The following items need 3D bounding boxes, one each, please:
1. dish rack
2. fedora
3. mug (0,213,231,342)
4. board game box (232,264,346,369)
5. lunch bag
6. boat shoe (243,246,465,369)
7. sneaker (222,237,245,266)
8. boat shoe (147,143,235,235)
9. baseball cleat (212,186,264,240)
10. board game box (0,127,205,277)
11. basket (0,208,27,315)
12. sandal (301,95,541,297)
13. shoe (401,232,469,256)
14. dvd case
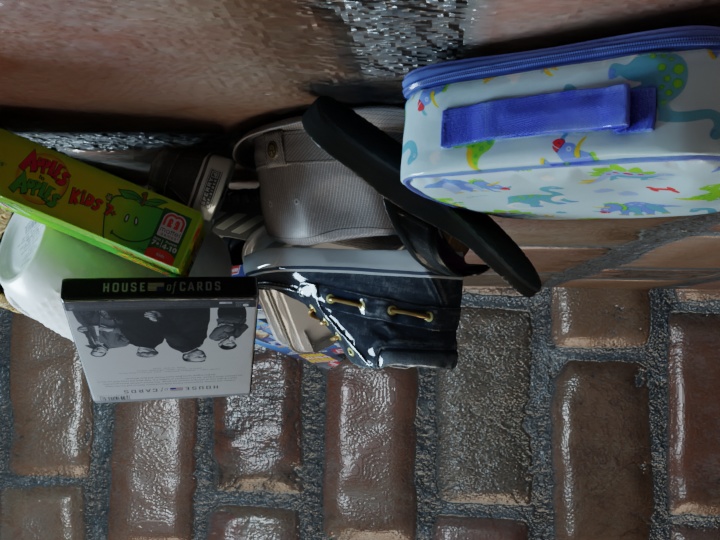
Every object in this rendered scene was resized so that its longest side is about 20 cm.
[{"bbox_3d":[0.000,0.000,0.832,0.199,0.044,0.172,-25,136,-9],"label":"dish rack"},{"bbox_3d":[-0.009,-0.062,0.691,0.199,0.091,0.176,-3,175,40],"label":"fedora"},{"bbox_3d":[-0.251,0.009,0.821,0.199,0.148,0.175,-24,144,36],"label":"mug"},{"bbox_3d":[-0.055,0.054,1.005,0.199,0.062,0.200,-9,153,37],"label":"board game box"},{"bbox_3d":[0.131,-0.078,0.500,0.199,0.083,0.160,-1,176,36],"label":"lunch bag"},{"bbox_3d":[-0.013,0.029,0.682,0.199,0.091,0.071,1,178,34],"label":"boat shoe"},{"bbox_3d":[-0.173,-0.039,1.013,0.199,0.083,0.072,-4,149,5],"label":"sneaker"},{"bbox_3d":[-0.147,-0.077,0.751,0.063,0.071,0.200,21,175,-8],"label":"boat shoe"},{"bbox_3d":[-0.103,-0.068,0.873,0.199,0.107,0.070,25,-143,15],"label":"baseball cleat"},{"bbox_3d":[-0.222,-0.054,0.675,0.199,0.048,0.102,23,172,-6],"label":"board game box"},{"bbox_3d":[-0.311,-0.022,0.906,0.148,0.144,0.200,6,179,37],"label":"basket"},{"bbox_3d":[0.038,-0.042,0.597,0.200,0.048,0.075,36,-156,-10],"label":"sandal"},{"bbox_3d":[0.056,-0.018,0.746,0.053,0.201,0.070,17,156,22],"label":"shoe"},{"bbox_3d":[-0.166,0.064,0.751,0.149,0.025,0.200,-1,150,-10],"label":"dvd case"}]
